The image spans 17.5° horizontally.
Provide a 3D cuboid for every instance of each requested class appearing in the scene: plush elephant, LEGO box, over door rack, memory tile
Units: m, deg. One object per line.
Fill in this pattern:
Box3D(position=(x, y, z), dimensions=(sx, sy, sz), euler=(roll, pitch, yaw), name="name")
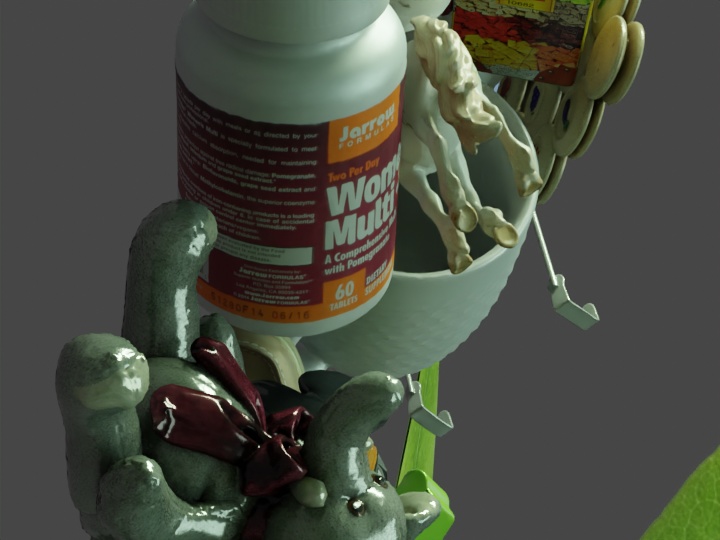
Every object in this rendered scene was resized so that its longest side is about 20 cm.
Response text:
Box3D(position=(-0.044, 0.091, 1.039), dimensions=(0.165, 0.155, 0.200), euler=(-65, 161, -66), name="plush elephant")
Box3D(position=(0.105, -0.228, 1.326), dimensions=(0.149, 0.077, 0.200), euler=(92, 9, -68), name="LEGO box")
Box3D(position=(0.059, -0.013, 1.591), dimensions=(0.067, 0.148, 0.200), euler=(20, 40, -48), name="over door rack")
Box3D(position=(0.121, -0.116, 1.411), dimensions=(0.200, 0.017, 0.153), euler=(124, -21, -49), name="memory tile")

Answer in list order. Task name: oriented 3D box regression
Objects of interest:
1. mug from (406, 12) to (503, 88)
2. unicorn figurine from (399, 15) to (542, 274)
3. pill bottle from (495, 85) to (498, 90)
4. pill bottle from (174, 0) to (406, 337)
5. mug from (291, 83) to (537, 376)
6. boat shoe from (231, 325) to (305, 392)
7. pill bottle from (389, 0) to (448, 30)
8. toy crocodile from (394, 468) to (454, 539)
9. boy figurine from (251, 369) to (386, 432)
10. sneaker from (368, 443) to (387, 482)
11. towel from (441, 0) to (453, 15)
Box3D(position=(0.034, -0.178, 1.485), dimensions=(0.200, 0.148, 0.175), euler=(-35, -147, 55), name="mug")
Box3D(position=(0.029, -0.068, 1.207), dimensions=(0.137, 0.074, 0.200), euler=(58, -33, 15), name="unicorn figurine")
Box3D(position=(0.067, -0.143, 1.811), dimensions=(0.116, 0.116, 0.200), euler=(49, 50, -81), name="pill bottle")
Box3D(position=(-0.034, -0.075, 1.116), dimensions=(0.110, 0.110, 0.200), euler=(-73, 169, -50), name="pill bottle")
Box3D(position=(0.000, 0.000, 1.363), dimensions=(0.200, 0.148, 0.175), euler=(-47, 167, -27), name="mug")
Box3D(position=(-0.071, 0.122, 1.225), dimensions=(0.065, 0.072, 0.200), euler=(-68, 170, -67), name="boat shoe")
Box3D(position=(0.010, -0.233, 1.211), dimensions=(0.110, 0.110, 0.200), euler=(81, 19, -68), name="pill bottle")
Box3D(position=(-0.021, 0.184, 1.137), dimensions=(0.200, 0.062, 0.068), euler=(-58, 151, -4), name="toy crocodile")
Box3D(position=(-0.045, 0.151, 1.181), dimensions=(0.124, 0.064, 0.200), euler=(-6, 116, -40), name="boy figurine")
Box3D(position=(-0.004, 0.172, 1.417), dimensions=(0.078, 0.077, 0.200), euler=(-40, -162, 19), name="sneaker")
Box3D(position=(0.023, -0.263, 1.357), dimensions=(0.145, 0.022, 0.200), euler=(32, 59, -39), name="towel")
